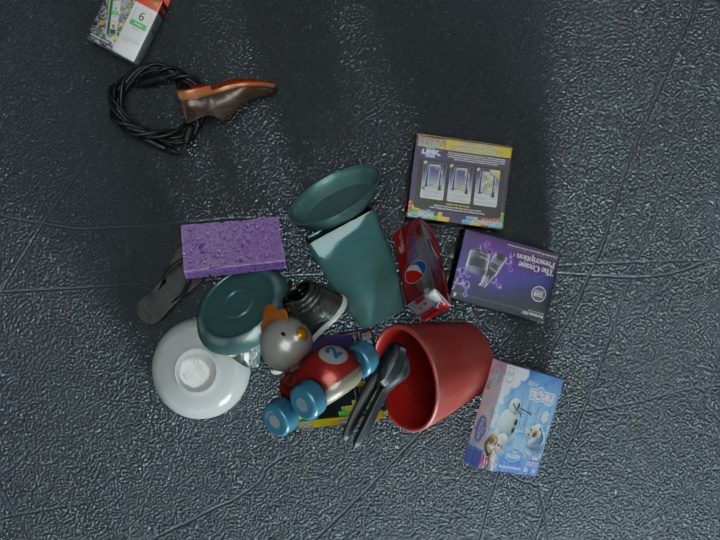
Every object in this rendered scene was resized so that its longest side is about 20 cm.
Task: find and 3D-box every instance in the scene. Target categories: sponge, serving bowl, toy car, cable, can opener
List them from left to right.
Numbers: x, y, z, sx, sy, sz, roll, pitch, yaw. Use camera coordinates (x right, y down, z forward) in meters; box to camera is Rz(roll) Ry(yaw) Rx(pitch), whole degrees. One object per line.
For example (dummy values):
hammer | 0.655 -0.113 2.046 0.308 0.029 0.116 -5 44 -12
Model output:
cable | -0.405 -0.333 1.634 0.197 0.051 0.166 25 89 -1
serving bowl | -0.318 0.194 1.623 0.195 0.066 0.205 0 90 -1
sponge | -0.248 -0.046 1.610 0.195 0.030 0.113 -6 56 -8
toy car | -0.104 0.142 1.424 0.183 0.176 0.202 -32 88 -46
can opener | 0.024 0.218 1.475 0.063 0.078 0.202 31 91 40

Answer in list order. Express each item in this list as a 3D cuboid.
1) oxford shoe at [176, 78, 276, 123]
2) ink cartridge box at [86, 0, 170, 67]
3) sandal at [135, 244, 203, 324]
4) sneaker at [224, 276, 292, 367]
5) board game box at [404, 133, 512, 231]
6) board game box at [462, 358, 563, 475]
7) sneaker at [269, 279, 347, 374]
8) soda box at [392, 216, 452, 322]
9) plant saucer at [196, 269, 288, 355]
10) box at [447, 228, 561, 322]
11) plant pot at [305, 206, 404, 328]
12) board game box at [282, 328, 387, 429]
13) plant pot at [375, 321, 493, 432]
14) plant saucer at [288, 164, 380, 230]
oxford shoe | -0.260 -0.336 1.630 0.196 0.071 0.074 -12 109 -15
ink cartridge box | -0.447 -0.521 1.635 0.107 0.050 0.203 26 89 -1
sandal | -0.366 0.025 1.634 0.076 0.043 0.201 36 88 0
sneaker | -0.191 0.103 1.625 0.091 0.077 0.201 47 69 -30
board game box | 0.194 -0.174 1.647 0.195 0.057 0.169 8 87 -1
board game box | 0.298 0.287 1.593 0.198 0.043 0.203 18 88 -43
sneaker | -0.124 0.097 1.519 0.099 0.071 0.200 37 102 -27
soda box | 0.116 -0.004 1.571 0.069 0.202 0.063 -31 129 22
plant saucer | -0.231 0.068 1.582 0.196 0.028 0.203 -13 50 16
box | 0.280 0.011 1.638 0.196 0.079 0.144 14 92 -1
plant pot | 0.000 0.000 1.600 0.139 0.141 0.203 -27 98 -2
board game box | -0.056 0.209 1.580 0.197 0.056 0.169 -13 90 32
plant pot | 0.144 0.184 1.564 0.175 0.199 0.205 -12 90 -36
plant saucer | -0.044 -0.134 1.585 0.197 0.200 0.036 -29 118 -1
